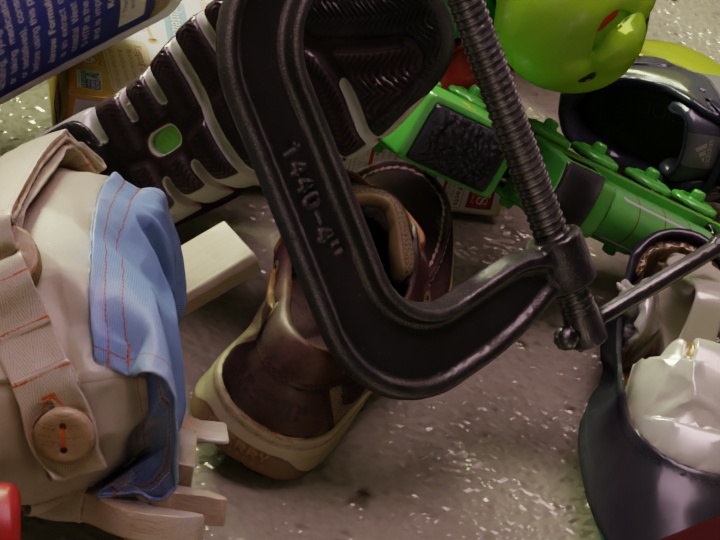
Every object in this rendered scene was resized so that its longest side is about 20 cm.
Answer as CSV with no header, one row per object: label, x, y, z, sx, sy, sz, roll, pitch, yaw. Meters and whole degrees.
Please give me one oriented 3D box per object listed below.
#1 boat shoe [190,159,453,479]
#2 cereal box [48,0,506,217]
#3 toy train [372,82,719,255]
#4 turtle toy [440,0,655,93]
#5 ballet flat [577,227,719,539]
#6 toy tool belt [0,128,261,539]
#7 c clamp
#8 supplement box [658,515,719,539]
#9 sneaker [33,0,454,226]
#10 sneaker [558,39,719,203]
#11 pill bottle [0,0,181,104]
boat shoe,0.000,0.000,0.951,0.072,0.072,0.200,33,33,5
cereal box,-0.039,-0.085,1.127,0.199,0.040,0.144,6,30,-14
toy train,0.084,-0.034,1.028,0.200,0.042,0.056,22,12,-34
turtle toy,0.054,-0.127,1.055,0.101,0.146,0.200,49,-6,-22
ballet flat,0.120,0.044,0.946,0.073,0.073,0.200,13,29,-2
toy tool belt,-0.088,0.037,0.814,0.123,0.125,0.200,1,32,-7
c clamp,0.034,-0.046,0.891,0.171,0.200,0.027,-37,23,-27
supplement box,0.121,0.176,0.650,0.200,0.133,0.197,-15,40,-41
sneaker,-0.038,-0.070,0.985,0.200,0.076,0.115,-23,3,26
sneaker,0.175,-0.051,1.112,0.200,0.074,0.081,13,18,28
pill bottle,-0.178,-0.114,1.005,0.200,0.120,0.120,-32,50,-29
